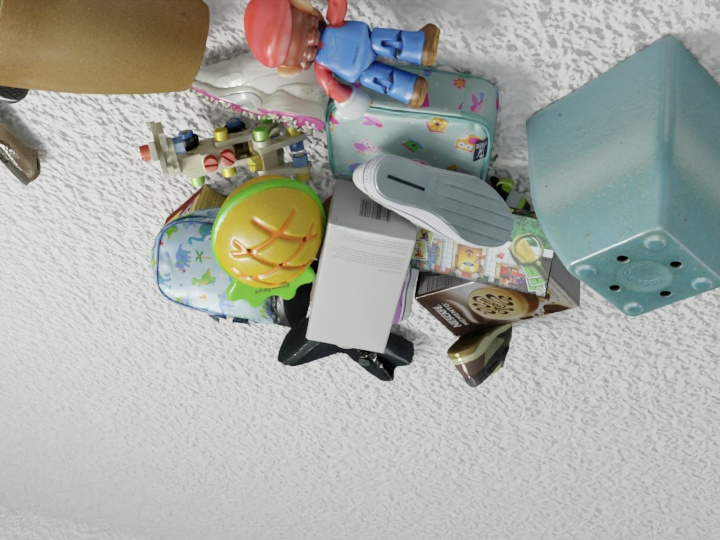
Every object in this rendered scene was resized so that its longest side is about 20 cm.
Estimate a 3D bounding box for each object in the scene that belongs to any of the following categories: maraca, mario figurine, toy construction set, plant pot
[{"bbox_3d":[-0.105,-0.028,1.014,0.135,0.108,0.202,-11,140,-13],"label":"maraca"},{"bbox_3d":[-0.021,-0.234,0.882,0.196,0.126,0.106,16,167,-1],"label":"mario figurine"},{"bbox_3d":[-0.163,-0.137,1.036,0.196,0.131,0.094,-3,117,-17],"label":"toy construction set"},{"bbox_3d":[-0.261,-0.254,0.886,0.197,0.190,0.186,13,150,-27],"label":"plant pot"},{"bbox_3d":[0.299,-0.073,0.918,0.194,0.203,0.195,32,143,-28],"label":"plant pot"}]

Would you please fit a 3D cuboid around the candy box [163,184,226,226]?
[{"bbox_3d":[-0.181,-0.031,1.276,0.199,0.057,0.116,34,140,-26],"label":"candy box"}]

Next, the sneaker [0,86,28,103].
[{"bbox_3d":[-0.488,-0.265,1.038,0.199,0.075,0.080,33,156,-21],"label":"sneaker"}]

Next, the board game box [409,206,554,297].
[{"bbox_3d":[0.139,-0.036,1.074,0.196,0.024,0.106,12,120,15],"label":"board game box"}]

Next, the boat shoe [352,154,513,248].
[{"bbox_3d":[0.083,-0.083,0.976,0.198,0.075,0.067,25,176,-28],"label":"boat shoe"}]

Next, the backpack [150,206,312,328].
[{"bbox_3d":[-0.173,-0.011,1.141,0.197,0.153,0.166,14,108,21],"label":"backpack"}]

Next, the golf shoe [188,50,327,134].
[{"bbox_3d":[-0.112,-0.216,0.977,0.197,0.093,0.075,19,-176,28],"label":"golf shoe"}]

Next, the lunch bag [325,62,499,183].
[{"bbox_3d":[0.060,-0.151,0.996,0.196,0.078,0.161,9,146,6],"label":"lunch bag"}]

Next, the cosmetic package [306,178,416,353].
[{"bbox_3d":[0.000,0.000,1.065,0.106,0.086,0.202,11,135,-4],"label":"cosmetic package"}]

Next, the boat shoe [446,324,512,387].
[{"bbox_3d":[0.179,0.119,1.265,0.071,0.067,0.200,-16,-178,25],"label":"boat shoe"}]

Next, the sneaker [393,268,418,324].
[{"bbox_3d":[0.015,0.003,1.170,0.112,0.073,0.203,-14,128,-20],"label":"sneaker"}]

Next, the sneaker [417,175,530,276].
[{"bbox_3d":[0.130,-0.065,1.125,0.083,0.072,0.199,44,133,-17],"label":"sneaker"}]

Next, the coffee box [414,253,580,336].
[{"bbox_3d":[0.186,0.013,1.191,0.198,0.081,0.113,-18,137,38],"label":"coffee box"}]

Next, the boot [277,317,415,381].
[{"bbox_3d":[-0.024,0.139,1.451,0.167,0.077,0.199,34,135,-23],"label":"boot"}]

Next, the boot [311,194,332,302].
[{"bbox_3d":[-0.011,-0.021,1.226,0.144,0.071,0.201,14,131,-31],"label":"boot"}]

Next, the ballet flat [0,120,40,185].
[{"bbox_3d":[-0.487,-0.197,1.154,0.067,0.046,0.201,27,155,42],"label":"ballet flat"}]
